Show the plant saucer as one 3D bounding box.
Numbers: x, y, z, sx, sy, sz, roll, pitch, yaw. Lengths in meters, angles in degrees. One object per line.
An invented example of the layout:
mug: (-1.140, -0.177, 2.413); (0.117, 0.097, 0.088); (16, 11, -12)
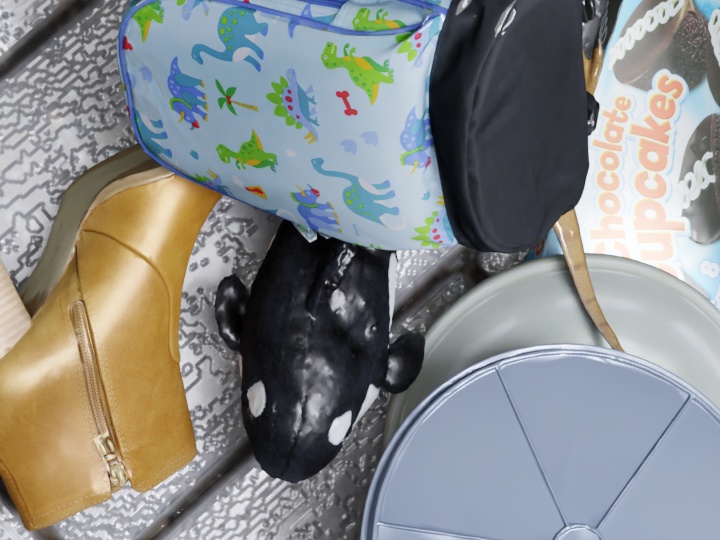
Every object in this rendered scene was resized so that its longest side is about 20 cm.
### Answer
plant saucer: (0.111, 0.094, 1.019); (0.198, 0.050, 0.202); (-1, 101, -5)

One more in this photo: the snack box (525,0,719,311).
snack box: (0.160, -0.048, 1.061); (0.115, 0.037, 0.202); (18, 86, -8)

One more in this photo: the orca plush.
orca plush: (0.000, 0.000, 0.981); (0.105, 0.071, 0.201); (35, 65, -2)

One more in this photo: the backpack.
backpack: (-0.011, -0.093, 0.918); (0.199, 0.164, 0.154); (34, 60, 30)

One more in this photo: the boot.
boot: (-0.106, 0.024, 1.002); (0.200, 0.071, 0.145); (-32, 109, -21)

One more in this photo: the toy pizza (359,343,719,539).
toy pizza: (0.097, 0.132, 0.940); (0.198, 0.032, 0.202); (2, 70, -5)

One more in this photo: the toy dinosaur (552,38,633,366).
toy dinosaur: (0.086, -0.060, 0.999); (0.060, 0.106, 0.202); (-14, 109, 26)
